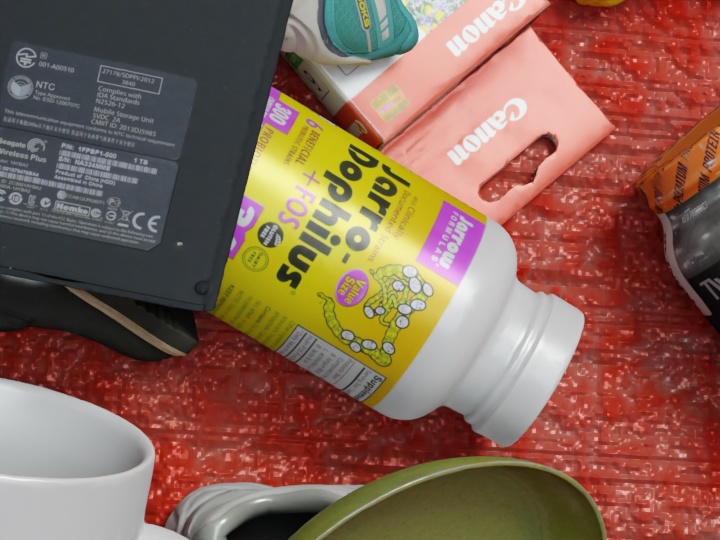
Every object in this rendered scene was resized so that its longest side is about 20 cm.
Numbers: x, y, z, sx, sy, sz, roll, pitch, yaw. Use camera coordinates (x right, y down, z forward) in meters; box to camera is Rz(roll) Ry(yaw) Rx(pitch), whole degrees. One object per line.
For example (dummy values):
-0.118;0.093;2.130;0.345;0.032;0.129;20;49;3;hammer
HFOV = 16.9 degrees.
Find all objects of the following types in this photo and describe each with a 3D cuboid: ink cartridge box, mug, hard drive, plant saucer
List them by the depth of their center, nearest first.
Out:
-0.106;-0.089;1.005;0.139;0.033;0.200;11;112;-10;hard drive
-0.152;0.152;1.048;0.200;0.148;0.176;11;102;-5;mug
0.016;0.153;1.059;0.200;0.200;0.031;-30;47;-11;plant saucer
0.025;-0.116;1.154;0.109;0.050;0.200;-40;91;-11;ink cartridge box

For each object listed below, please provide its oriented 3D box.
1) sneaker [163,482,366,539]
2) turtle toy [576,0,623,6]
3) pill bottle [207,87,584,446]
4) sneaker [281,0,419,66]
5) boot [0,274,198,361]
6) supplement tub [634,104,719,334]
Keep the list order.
0.012;0.130;1.105;0.200;0.099;0.078;-4;86;-10;sneaker
0.130;-0.205;1.153;0.200;0.101;0.146;-8;86;-11;turtle toy
0.000;0.000;1.113;0.200;0.104;0.104;30;81;-6;pill bottle
0.001;-0.193;1.103;0.080;0.078;0.200;5;93;-17;sneaker
-0.189;0.020;1.108;0.200;0.077;0.138;32;107;-22;boot
0.228;0.006;1.141;0.123;0.123;0.200;-41;92;-10;supplement tub
